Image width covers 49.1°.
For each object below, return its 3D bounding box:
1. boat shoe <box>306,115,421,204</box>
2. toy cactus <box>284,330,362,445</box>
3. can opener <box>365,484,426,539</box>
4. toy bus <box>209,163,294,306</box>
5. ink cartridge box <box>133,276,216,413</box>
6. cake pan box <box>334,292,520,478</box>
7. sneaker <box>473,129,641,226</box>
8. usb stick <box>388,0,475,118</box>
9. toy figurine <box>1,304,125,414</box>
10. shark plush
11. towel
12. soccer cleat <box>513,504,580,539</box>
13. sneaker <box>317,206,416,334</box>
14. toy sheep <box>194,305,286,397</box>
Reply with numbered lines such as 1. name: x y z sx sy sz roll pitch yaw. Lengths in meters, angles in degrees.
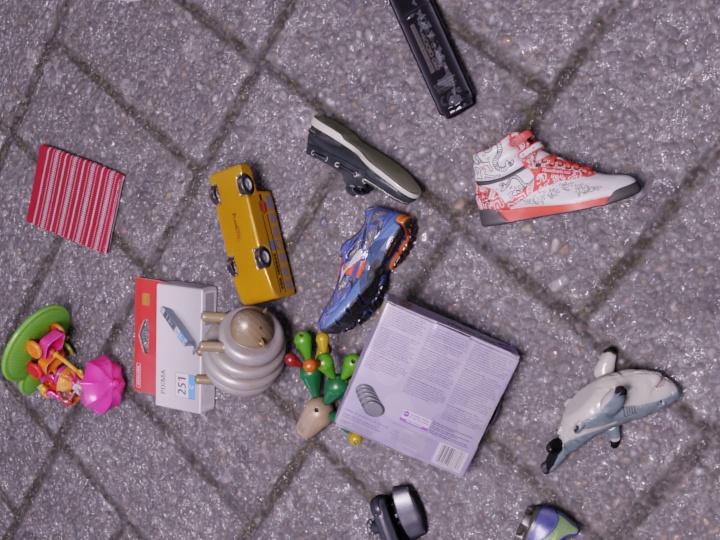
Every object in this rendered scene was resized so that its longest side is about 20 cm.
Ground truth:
1. boat shoe: -0.004 -0.136 1.078 0.199 0.074 0.067 38 113 20
2. toy cactus: -0.045 0.187 1.132 0.200 0.102 0.166 41 122 9
3. can opener: 0.062 0.406 1.104 0.078 0.063 0.203 -17 87 27
4. toy bus: -0.160 -0.052 1.166 0.064 0.078 0.203 -15 88 29
5. ink cartridge box: -0.317 0.119 1.287 0.174 0.045 0.203 6 97 26
6. cake pan box: 0.089 0.152 1.031 0.198 0.052 0.186 22 105 0
7. sneaker: 0.231 -0.122 0.959 0.199 0.067 0.109 -9 93 31
8. usb stick: 0.091 -0.299 1.035 0.055 0.033 0.202 -25 83 20
9. toy figurine: -0.492 0.188 1.353 0.183 0.150 0.201 31 131 12
10. shark plush: 0.293 0.193 0.962 0.083 0.091 0.201 32 107 -11
11. towel: -0.498 -0.126 1.371 0.198 0.022 0.146 20 102 23
12. soccer cleat: 0.225 0.402 1.018 0.083 0.065 0.203 20 105 18
13. sneaker: 0.000 0.000 1.093 0.078 0.075 0.201 36 95 31
14. toy sheep: -0.175 0.123 1.160 0.138 0.137 0.201 45 146 16
